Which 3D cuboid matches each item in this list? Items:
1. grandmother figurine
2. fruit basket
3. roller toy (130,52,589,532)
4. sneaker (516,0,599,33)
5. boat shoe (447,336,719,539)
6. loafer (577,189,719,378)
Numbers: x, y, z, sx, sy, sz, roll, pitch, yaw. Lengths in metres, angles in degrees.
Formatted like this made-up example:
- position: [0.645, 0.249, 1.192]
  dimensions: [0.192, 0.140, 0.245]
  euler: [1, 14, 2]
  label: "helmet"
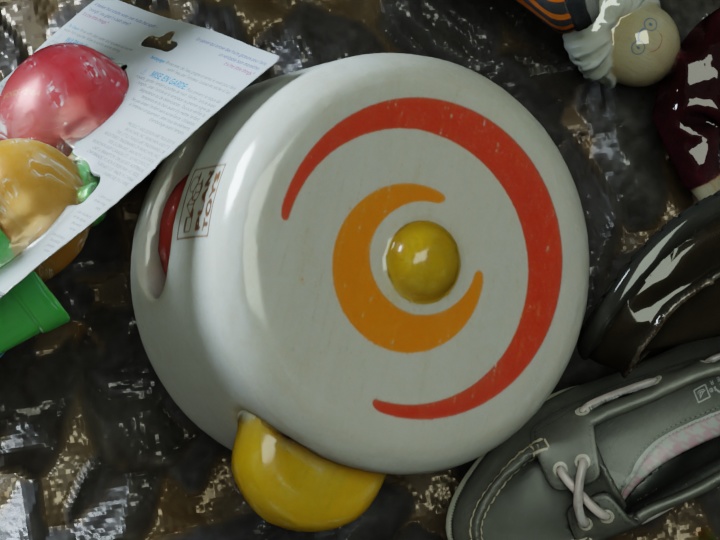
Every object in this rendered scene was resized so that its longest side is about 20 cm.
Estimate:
- position: [0.190, -0.081, 1.352]
  dimensions: [0.200, 0.061, 0.121]
  euler: [26, 67, -3]
  label: "grandmother figurine"
- position: [-0.146, -0.041, 1.257]
  dimensions: [0.200, 0.185, 0.094]
  euler: [-38, 119, -17]
  label: "fruit basket"
- position: [0.000, 0.000, 1.245]
  dimensions: [0.200, 0.140, 0.183]
  euler: [-29, 99, -23]
  label: "roller toy"
- position: [0.019, -0.161, 1.337]
  dimensions: [0.112, 0.078, 0.200]
  euler: [-39, 63, -6]
  label: "sneaker"
- position: [0.132, 0.077, 1.295]
  dimensions: [0.200, 0.057, 0.067]
  euler: [-29, 103, -12]
  label: "boat shoe"
- position: [0.187, -0.006, 1.265]
  dimensions: [0.200, 0.073, 0.071]
  euler: [-32, 77, -17]
  label: "loafer"
